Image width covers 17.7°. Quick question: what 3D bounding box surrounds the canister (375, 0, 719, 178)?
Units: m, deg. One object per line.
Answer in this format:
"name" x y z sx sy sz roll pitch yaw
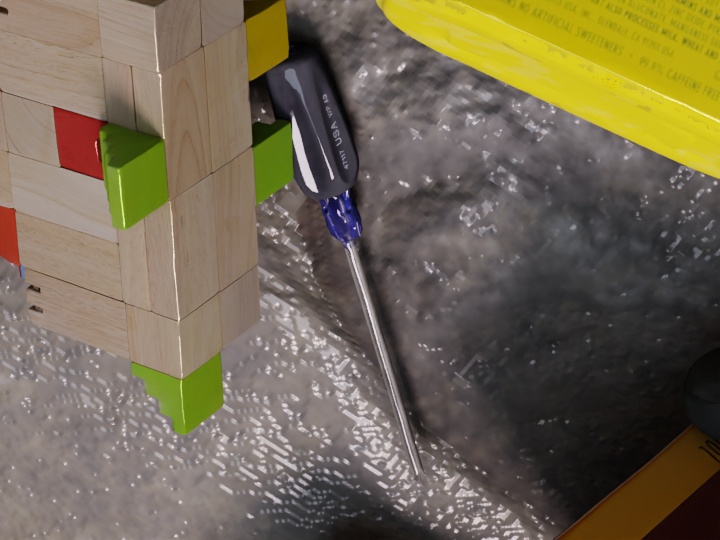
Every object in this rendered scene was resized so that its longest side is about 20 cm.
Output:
"canister" 0.106 -0.143 0.702 0.148 0.087 0.200 25 86 -1

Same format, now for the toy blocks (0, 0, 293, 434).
"toy blocks" -0.110 -0.053 0.862 0.137 0.100 0.200 17 126 30

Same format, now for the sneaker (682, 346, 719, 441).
"sneaker" 0.201 -0.015 0.838 0.200 0.075 0.116 -18 111 11

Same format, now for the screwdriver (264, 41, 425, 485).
"screwdriver" 0.000 0.000 0.913 0.028 0.029 0.200 -8 122 17

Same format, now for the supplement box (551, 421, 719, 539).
"supplement box" 0.157 0.174 0.845 0.200 0.197 0.133 36 125 18
